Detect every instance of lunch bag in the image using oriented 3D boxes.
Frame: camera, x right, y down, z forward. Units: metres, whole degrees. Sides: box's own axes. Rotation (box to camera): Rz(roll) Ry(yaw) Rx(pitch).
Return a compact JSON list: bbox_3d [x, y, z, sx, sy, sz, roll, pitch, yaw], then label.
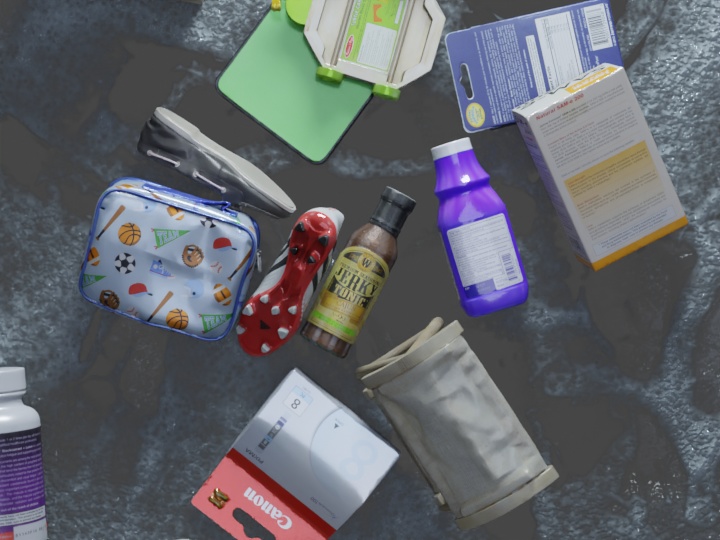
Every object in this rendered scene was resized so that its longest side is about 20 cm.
[{"bbox_3d":[-0.211,-0.016,1.684,0.199,0.076,0.161,17,102,-3],"label":"lunch bag"}]

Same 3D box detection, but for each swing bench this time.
[{"bbox_3d":[0.100,0.168,1.648,0.129,0.200,0.200,-33,92,-2],"label":"swing bench"}]

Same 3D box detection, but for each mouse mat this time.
[{"bbox_3d":[-0.053,-0.245,1.734,0.161,0.008,0.200,37,89,-3],"label":"mouse mat"}]

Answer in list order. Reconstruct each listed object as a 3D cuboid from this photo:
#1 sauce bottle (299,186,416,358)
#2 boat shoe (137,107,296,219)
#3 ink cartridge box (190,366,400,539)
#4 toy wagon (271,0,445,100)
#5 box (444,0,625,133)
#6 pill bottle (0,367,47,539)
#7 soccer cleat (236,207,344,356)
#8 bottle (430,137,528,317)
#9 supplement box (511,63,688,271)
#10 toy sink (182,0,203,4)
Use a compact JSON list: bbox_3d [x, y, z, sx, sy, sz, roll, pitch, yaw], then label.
[{"bbox_3d":[0.000,0.000,1.711,0.064,0.065,0.201,26,89,-2],"label":"sauce bottle"},{"bbox_3d":[-0.166,-0.110,1.707,0.199,0.067,0.057,36,105,2],"label":"boat shoe"},{"bbox_3d":[-0.076,0.238,1.718,0.160,0.047,0.200,38,87,-3],"label":"ink cartridge box"},{"bbox_3d":[-0.005,-0.290,1.714,0.199,0.040,0.156,16,89,-3],"label":"toy wagon"},{"bbox_3d":[0.203,-0.237,1.732,0.199,0.032,0.122,-13,91,-4],"label":"box"},{"bbox_3d":[-0.412,0.212,1.671,0.111,0.111,0.202,-3,91,-2],"label":"pill bottle"},{"bbox_3d":[-0.077,0.013,1.708,0.068,0.085,0.201,32,112,9],"label":"soccer cleat"},{"bbox_3d":[0.131,-0.050,1.715,0.083,0.065,0.201,-17,91,-3],"label":"bottle"},{"bbox_3d":[0.273,-0.119,1.700,0.125,0.074,0.201,-26,104,-2],"label":"supplement box"},{"bbox_3d":[-0.266,-0.380,1.663,0.198,0.130,0.113,10,90,-2],"label":"toy sink"}]
